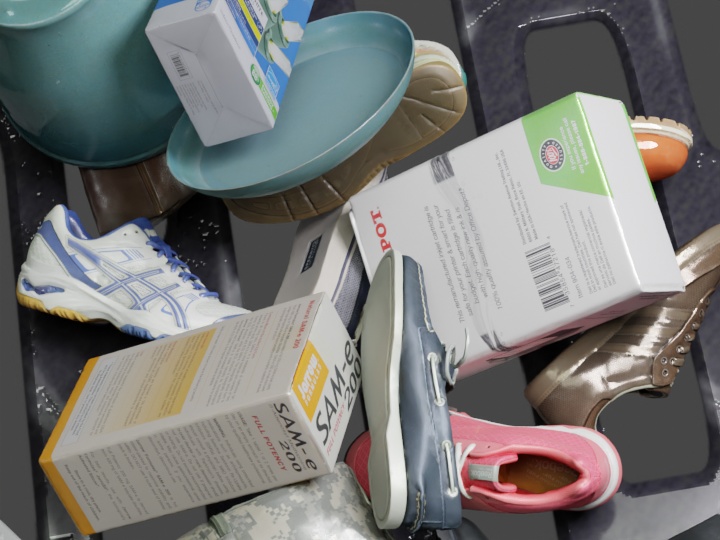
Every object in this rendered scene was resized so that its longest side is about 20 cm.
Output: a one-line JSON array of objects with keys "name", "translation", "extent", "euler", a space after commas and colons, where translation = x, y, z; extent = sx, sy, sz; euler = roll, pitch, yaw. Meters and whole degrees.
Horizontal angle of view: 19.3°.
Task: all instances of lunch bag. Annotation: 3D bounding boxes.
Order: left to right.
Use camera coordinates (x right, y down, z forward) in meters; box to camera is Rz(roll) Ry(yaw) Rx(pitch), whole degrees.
[{"name": "lunch bag", "translation": [-0.029, 0.244, 1.423], "extent": [0.167, 0.140, 0.201], "euler": [-31, 68, -10]}]

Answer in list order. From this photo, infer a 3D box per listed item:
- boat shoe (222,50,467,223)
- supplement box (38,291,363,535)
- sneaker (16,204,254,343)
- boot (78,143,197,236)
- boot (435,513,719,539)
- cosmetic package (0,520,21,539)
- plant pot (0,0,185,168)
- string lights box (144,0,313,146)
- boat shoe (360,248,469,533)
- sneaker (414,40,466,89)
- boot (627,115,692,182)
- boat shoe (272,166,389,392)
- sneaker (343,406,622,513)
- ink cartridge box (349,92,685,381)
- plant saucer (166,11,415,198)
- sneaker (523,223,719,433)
[{"name": "boat shoe", "translation": [-0.012, -0.099, 1.564], "extent": [0.199, 0.074, 0.067], "euler": [-24, 22, 10]}, {"name": "supplement box", "translation": [-0.108, 0.100, 1.468], "extent": [0.198, 0.074, 0.126], "euler": [-16, 27, 22]}, {"name": "sneaker", "translation": [-0.157, 0.007, 1.566], "extent": [0.198, 0.075, 0.089], "euler": [15, 86, 10]}, {"name": "boot", "translation": [-0.152, -0.136, 1.648], "extent": [0.185, 0.064, 0.201], "euler": [-31, 63, 4]}, {"name": "boot", "translation": [0.167, 0.214, 1.463], "extent": [0.198, 0.066, 0.166], "euler": [-22, 74, -3]}, {"name": "cosmetic package", "translation": [-0.217, 0.276, 1.453], "extent": [0.107, 0.090, 0.200], "euler": [-42, 72, -15]}, {"name": "plant pot", "translation": [-0.211, -0.203, 1.555], "extent": [0.198, 0.188, 0.202], "euler": [-4, 70, 12]}, {"name": "string lights box", "translation": [-0.089, -0.193, 1.536], "extent": [0.058, 0.103, 0.201], "euler": [-12, 36, 21]}, {"name": "boat shoe", "translation": [0.039, 0.081, 1.447], "extent": [0.061, 0.075, 0.202], "euler": [5, 59, -15]}, {"name": "sneaker", "translation": [-0.016, -0.141, 1.638], "extent": [0.198, 0.080, 0.072], "euler": [3, 83, 9]}, {"name": "boot", "translation": [0.159, -0.049, 1.588], "extent": [0.198, 0.075, 0.108], "euler": [-15, 68, 6]}, {"name": "boat shoe", "translation": [0.000, 0.000, 1.582], "extent": [0.093, 0.074, 0.201], "euler": [41, 46, -21]}, {"name": "sneaker", "translation": [0.080, 0.133, 1.479], "extent": [0.198, 0.087, 0.075], "euler": [0, 88, 13]}, {"name": "ink cartridge box", "translation": [0.108, -0.019, 1.500], "extent": [0.199, 0.084, 0.147], "euler": [-23, 78, 29]}, {"name": "plant saucer", "translation": [-0.046, -0.114, 1.514], "extent": [0.199, 0.028, 0.201], "euler": [-21, 33, 15]}, {"name": "sneaker", "translation": [0.212, 0.052, 1.547], "extent": [0.200, 0.070, 0.076], "euler": [-40, 85, -8]}]
